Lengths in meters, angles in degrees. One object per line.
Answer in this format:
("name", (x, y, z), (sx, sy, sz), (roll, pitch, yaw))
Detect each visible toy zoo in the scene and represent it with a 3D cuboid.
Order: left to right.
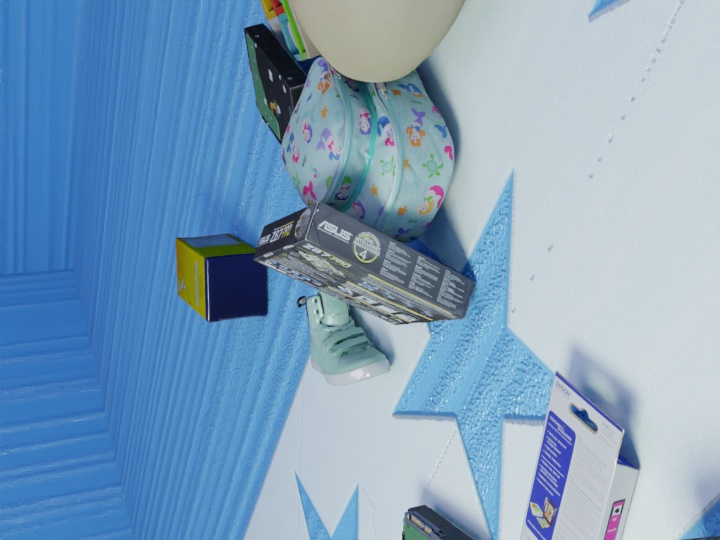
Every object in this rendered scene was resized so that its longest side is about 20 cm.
("toy zoo", (-0.107, -0.355, 1.247), (0.200, 0.020, 0.133), (-147, 35, -70))

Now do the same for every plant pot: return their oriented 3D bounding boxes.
("plant pot", (0.016, -0.272, 0.907), (0.201, 0.197, 0.136), (-123, 25, -43))

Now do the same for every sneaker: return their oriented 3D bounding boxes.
("sneaker", (-0.027, 0.079, 1.174), (0.200, 0.073, 0.120), (-172, 72, -66))

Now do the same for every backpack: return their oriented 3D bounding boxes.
("backpack", (0.009, -0.131, 0.992), (0.201, 0.149, 0.179), (60, 138, 32))

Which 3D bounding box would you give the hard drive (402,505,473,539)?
("hard drive", (0.095, 0.386, 1.014), (0.139, 0.037, 0.204), (15, 109, 63))

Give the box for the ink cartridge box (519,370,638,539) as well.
("ink cartridge box", (0.192, 0.198, 0.797), (0.095, 0.036, 0.203), (-136, 44, -55))

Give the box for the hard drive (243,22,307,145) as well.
("hard drive", (-0.112, -0.250, 1.298), (0.201, 0.037, 0.141), (-126, 23, -45))

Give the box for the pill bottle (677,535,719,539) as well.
("pill bottle", (0.262, 0.223, 0.565), (0.200, 0.114, 0.118), (-40, 59, 59))

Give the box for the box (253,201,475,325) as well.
("box", (0.000, 0.000, 0.973), (0.161, 0.198, 0.050), (-11, 56, 65))

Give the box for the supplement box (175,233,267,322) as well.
("supplement box", (-0.247, 0.009, 1.581), (0.199, 0.107, 0.112), (26, 118, 61))
